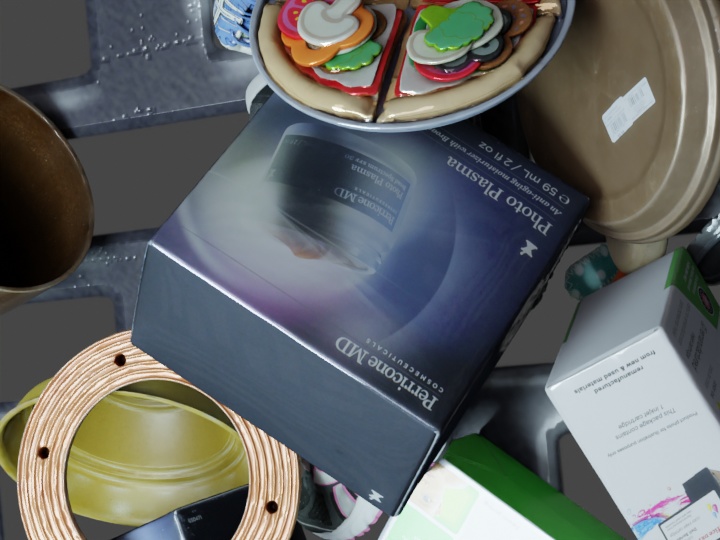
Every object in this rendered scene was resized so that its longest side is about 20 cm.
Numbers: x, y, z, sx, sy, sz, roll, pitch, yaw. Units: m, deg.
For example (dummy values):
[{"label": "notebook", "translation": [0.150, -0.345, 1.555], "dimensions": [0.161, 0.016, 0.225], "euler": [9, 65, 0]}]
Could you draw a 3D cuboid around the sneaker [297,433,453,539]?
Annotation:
[{"label": "sneaker", "translation": [-0.011, 0.112, 1.157], "dimensions": [0.086, 0.081, 0.200], "euler": [21, 141, -13]}]

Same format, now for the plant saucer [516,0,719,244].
[{"label": "plant saucer", "translation": [0.151, -0.115, 1.037], "dimensions": [0.200, 0.029, 0.203], "euler": [26, 121, 56]}]

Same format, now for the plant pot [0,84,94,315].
[{"label": "plant pot", "translation": [-0.338, -0.021, 1.340], "dimensions": [0.200, 0.186, 0.188], "euler": [-37, 75, 39]}]

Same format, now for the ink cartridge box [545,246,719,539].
[{"label": "ink cartridge box", "translation": [0.205, 0.109, 1.034], "dimensions": [0.083, 0.145, 0.201], "euler": [-29, 100, 23]}]

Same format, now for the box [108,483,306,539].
[{"label": "box", "translation": [-0.124, 0.282, 1.238], "dimensions": [0.197, 0.123, 0.202], "euler": [-29, 79, 38]}]

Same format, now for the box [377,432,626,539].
[{"label": "box", "translation": [0.100, 0.241, 1.155], "dimensions": [0.199, 0.096, 0.178], "euler": [35, 105, 21]}]

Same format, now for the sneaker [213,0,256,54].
[{"label": "sneaker", "translation": [-0.061, -0.187, 1.178], "dimensions": [0.075, 0.200, 0.078], "euler": [11, 94, -8]}]

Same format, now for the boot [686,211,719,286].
[{"label": "boot", "translation": [0.316, 0.015, 1.055], "dimensions": [0.165, 0.065, 0.200], "euler": [-46, 77, 23]}]

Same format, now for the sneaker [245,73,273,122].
[{"label": "sneaker", "translation": [-0.007, -0.115, 1.174], "dimensions": [0.200, 0.072, 0.113], "euler": [-40, 53, 48]}]

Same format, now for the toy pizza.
[{"label": "toy pizza", "translation": [0.029, -0.162, 1.020], "dimensions": [0.197, 0.032, 0.202], "euler": [-6, 49, 7]}]

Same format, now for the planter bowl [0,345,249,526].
[{"label": "planter bowl", "translation": [-0.165, 0.108, 1.268], "dimensions": [0.198, 0.201, 0.084], "euler": [-16, 49, 27]}]

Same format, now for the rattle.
[{"label": "rattle", "translation": [0.213, -0.056, 1.119], "dimensions": [0.130, 0.141, 0.203], "euler": [24, 122, 57]}]

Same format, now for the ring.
[{"label": "ring", "translation": [-0.134, 0.138, 1.142], "dimensions": [0.198, 0.019, 0.203], "euler": [-1, 88, 13]}]

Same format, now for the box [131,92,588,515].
[{"label": "box", "translation": [0.000, 0.000, 1.035], "dimensions": [0.199, 0.199, 0.124], "euler": [32, 148, 7]}]

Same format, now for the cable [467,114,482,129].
[{"label": "cable", "translation": [0.053, -0.147, 1.180], "dimensions": [0.097, 0.050, 0.202], "euler": [25, 107, 46]}]
